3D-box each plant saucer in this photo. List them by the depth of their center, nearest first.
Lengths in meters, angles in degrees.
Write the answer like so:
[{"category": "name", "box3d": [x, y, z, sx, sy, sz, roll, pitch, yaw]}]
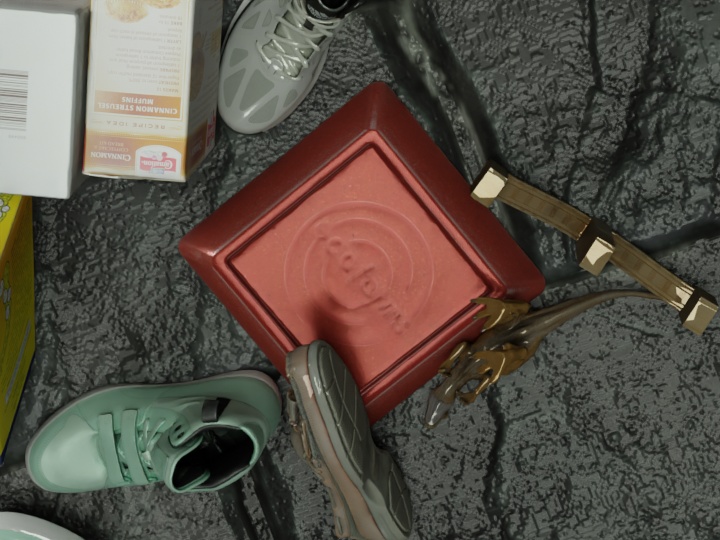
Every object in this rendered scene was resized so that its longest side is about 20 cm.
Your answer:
[{"category": "plant saucer", "box3d": [0.000, 0.000, 1.652, 0.200, 0.037, 0.200, -38, 99, 11]}]

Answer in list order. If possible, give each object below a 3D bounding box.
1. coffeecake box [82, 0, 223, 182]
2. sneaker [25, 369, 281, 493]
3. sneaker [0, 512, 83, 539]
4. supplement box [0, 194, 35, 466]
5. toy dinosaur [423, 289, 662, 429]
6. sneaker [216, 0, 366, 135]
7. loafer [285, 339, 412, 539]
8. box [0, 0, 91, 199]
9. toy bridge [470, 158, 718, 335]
[{"category": "coffeecake box", "box3d": [-0.136, -0.172, 1.530, 0.073, 0.154, 0.201, 5, 102, 2]}, {"category": "sneaker", "box3d": [-0.160, 0.128, 1.650, 0.199, 0.118, 0.074, -16, 104, 8]}, {"category": "sneaker", "box3d": [-0.221, 0.274, 1.677, 0.200, 0.118, 0.074, 42, 139, -7]}, {"category": "supplement box", "box3d": [-0.294, 0.030, 1.593, 0.108, 0.110, 0.201, 9, 137, 2]}, {"category": "toy dinosaur", "box3d": [0.117, 0.044, 1.640, 0.199, 0.106, 0.061, -30, 78, 15]}, {"category": "sneaker", "box3d": [-0.046, -0.176, 1.570, 0.075, 0.115, 0.201, 31, 104, -5]}, {"category": "loafer", "box3d": [-0.021, 0.132, 1.640, 0.063, 0.072, 0.200, -12, 132, 17]}, {"category": "box", "box3d": [-0.224, -0.132, 1.548, 0.097, 0.200, 0.125, 5, 104, 3]}, {"category": "toy bridge", "box3d": [0.168, -0.018, 1.620, 0.199, 0.067, 0.027, 31, 104, -6]}]
